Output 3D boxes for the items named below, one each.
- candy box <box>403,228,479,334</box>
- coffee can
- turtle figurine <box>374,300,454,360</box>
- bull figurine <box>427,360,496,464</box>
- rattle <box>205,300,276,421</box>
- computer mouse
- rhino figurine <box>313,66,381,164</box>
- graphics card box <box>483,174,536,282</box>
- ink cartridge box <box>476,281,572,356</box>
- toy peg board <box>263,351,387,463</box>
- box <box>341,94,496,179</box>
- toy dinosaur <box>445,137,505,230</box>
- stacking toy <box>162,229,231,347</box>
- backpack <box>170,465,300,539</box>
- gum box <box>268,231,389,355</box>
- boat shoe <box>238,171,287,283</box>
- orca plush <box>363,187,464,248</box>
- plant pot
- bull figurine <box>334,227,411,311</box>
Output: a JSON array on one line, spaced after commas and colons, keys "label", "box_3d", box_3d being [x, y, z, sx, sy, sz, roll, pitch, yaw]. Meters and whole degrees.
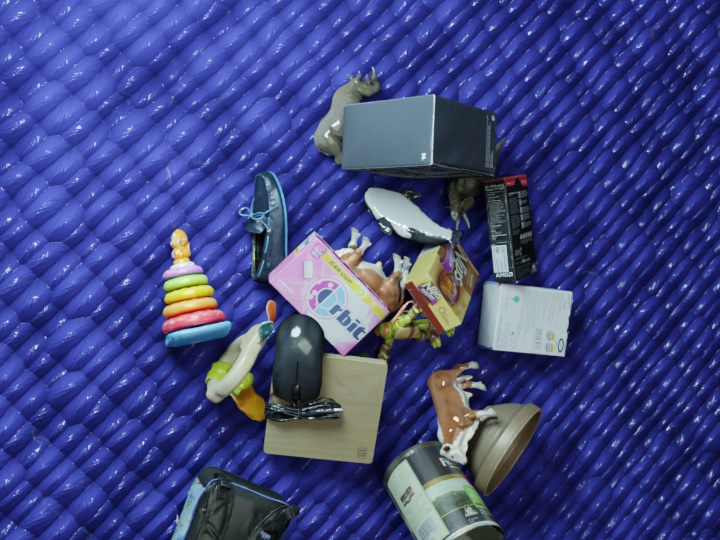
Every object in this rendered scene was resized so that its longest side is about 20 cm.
[{"label": "candy box", "box_3d": [0.155, 0.016, 1.454, 0.056, 0.200, 0.117, -27, 105, 30]}, {"label": "coffee can", "box_3d": [0.149, 0.438, 1.437, 0.146, 0.200, 0.146, -15, 131, -18]}, {"label": "turtle figurine", "box_3d": [0.087, 0.117, 1.481, 0.161, 0.064, 0.200, 4, 132, -33]}, {"label": "bull figurine", "box_3d": [0.189, 0.264, 1.479, 0.121, 0.200, 0.065, -19, 139, 5]}, {"label": "rattle", "box_3d": [-0.168, 0.166, 1.361, 0.143, 0.130, 0.200, 43, 100, -4]}, {"label": "computer mouse", "box_3d": [-0.101, 0.175, 1.334, 0.138, 0.053, 0.200, -1, 106, -1]}, {"label": "rhino figurine", "box_3d": [-0.018, -0.292, 1.443, 0.087, 0.060, 0.200, 29, 82, -21]}, {"label": "graphics card box", "box_3d": [0.295, -0.084, 1.531, 0.125, 0.051, 0.200, -17, 100, -58]}, {"label": "ink cartridge box", "box_3d": [0.345, 0.100, 1.576, 0.200, 0.076, 0.137, 7, 91, -17]}, {"label": "toy peg board", "box_3d": [-0.065, 0.233, 1.430, 0.200, 0.098, 0.199, 7, 106, -4]}, {"label": "box", "box_3d": [0.105, -0.230, 1.376, 0.198, 0.200, 0.123, -2, 94, -50]}, {"label": "toy dinosaur", "box_3d": [0.216, -0.182, 1.531, 0.200, 0.077, 0.102, -48, 118, -16]}, {"label": "stacking toy", "box_3d": [-0.300, 0.026, 1.350, 0.110, 0.116, 0.200, -11, 85, -21]}, {"label": "backpack", "box_3d": [-0.236, 0.461, 1.359, 0.183, 0.147, 0.200, 28, 80, -19]}, {"label": "gum box", "box_3d": [-0.052, 0.044, 1.374, 0.113, 0.066, 0.200, -43, 103, 4]}, {"label": "boat shoe", "box_3d": [-0.170, -0.075, 1.387, 0.069, 0.084, 0.200, -8, 93, -30]}, {"label": "orca plush", "box_3d": [0.097, -0.091, 1.476, 0.200, 0.071, 0.105, 15, 66, 6]}, {"label": "plant pot", "box_3d": [0.263, 0.332, 1.529, 0.093, 0.201, 0.201, 32, 80, 23]}, {"label": "bull figurine", "box_3d": [0.000, 0.000, 1.447, 0.200, 0.065, 0.122, 27, 100, -17]}]
